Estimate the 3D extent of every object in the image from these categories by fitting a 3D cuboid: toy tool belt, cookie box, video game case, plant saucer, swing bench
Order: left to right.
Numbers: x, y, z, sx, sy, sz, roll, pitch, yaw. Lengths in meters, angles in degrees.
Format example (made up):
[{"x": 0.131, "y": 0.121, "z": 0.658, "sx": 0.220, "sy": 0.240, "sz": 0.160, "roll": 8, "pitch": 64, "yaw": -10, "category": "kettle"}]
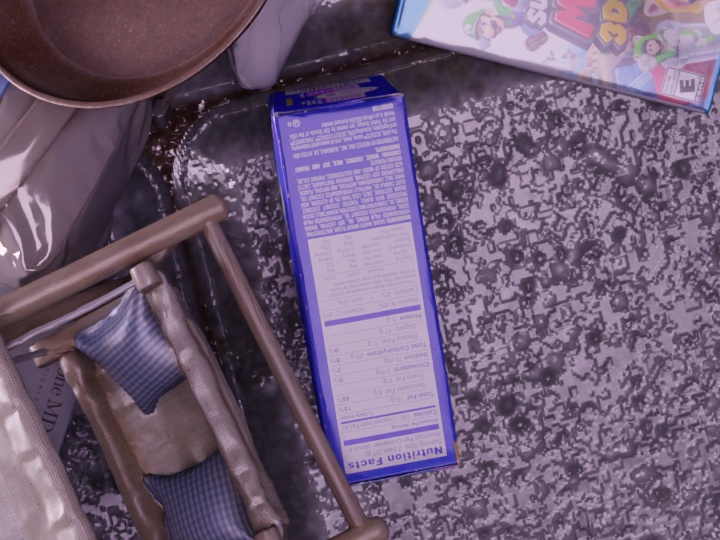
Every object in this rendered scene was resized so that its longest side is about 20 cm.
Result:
[{"x": -0.183, "y": -0.088, "z": 1.070, "sx": 0.122, "sy": 0.125, "sz": 0.201, "roll": 21, "pitch": 70, "yaw": 7, "category": "toy tool belt"}, {"x": -0.128, "y": 0.100, "z": 0.986, "sx": 0.199, "sy": 0.130, "sz": 0.200, "roll": -24, "pitch": 81, "yaw": -28, "category": "swing bench"}, {"x": -0.115, "y": -0.173, "z": 1.002, "sx": 0.199, "sy": 0.037, "sz": 0.202, "roll": -7, "pitch": 71, "yaw": 21, "category": "plant saucer"}, {"x": 0.000, "y": 0.000, "z": 1.079, "sx": 0.074, "sy": 0.171, "sz": 0.202, "roll": -9, "pitch": 99, "yaw": -2, "category": "cookie box"}, {"x": 0.129, "y": -0.185, "z": 1.144, "sx": 0.198, "sy": 0.018, "sz": 0.144, "roll": 13, "pitch": 97, "yaw": -7, "category": "video game case"}]

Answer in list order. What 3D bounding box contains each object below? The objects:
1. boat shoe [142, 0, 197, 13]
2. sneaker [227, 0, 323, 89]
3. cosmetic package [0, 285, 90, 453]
[{"x": -0.113, "y": -0.215, "z": 1.070, "sx": 0.071, "sy": 0.060, "sz": 0.201, "roll": -26, "pitch": 66, "yaw": 9, "category": "boat shoe"}, {"x": -0.014, "y": -0.192, "z": 1.100, "sx": 0.099, "sy": 0.078, "sz": 0.202, "roll": 19, "pitch": 96, "yaw": -11, "category": "sneaker"}, {"x": -0.254, "y": 0.033, "z": 1.106, "sx": 0.198, "sy": 0.071, "sz": 0.102, "roll": 18, "pitch": 95, "yaw": -9, "category": "cosmetic package"}]
